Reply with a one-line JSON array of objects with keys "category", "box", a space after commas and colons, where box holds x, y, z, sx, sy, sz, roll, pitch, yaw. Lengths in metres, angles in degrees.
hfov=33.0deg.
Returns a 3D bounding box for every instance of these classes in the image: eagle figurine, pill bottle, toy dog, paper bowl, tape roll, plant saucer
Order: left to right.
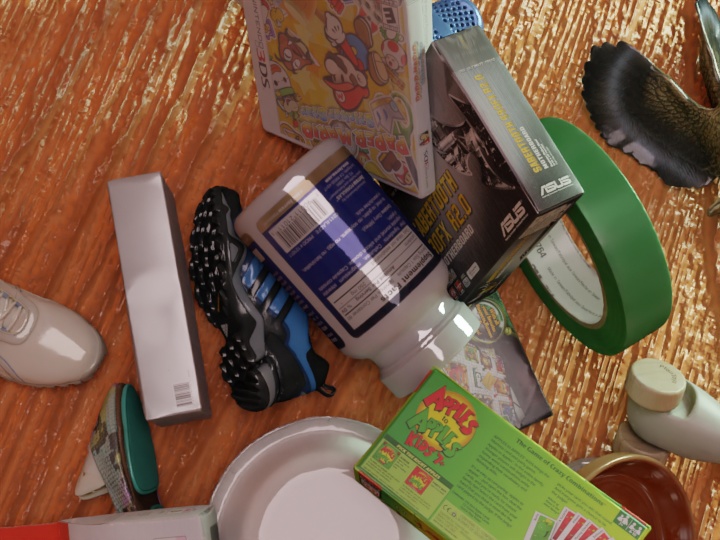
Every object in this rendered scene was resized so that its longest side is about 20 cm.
[{"category": "paper bowl", "box": [-0.028, 0.220, 0.985, 0.199, 0.104, 0.202, 2, 78, -7]}, {"category": "pill bottle", "box": [0.000, 0.000, 1.001, 0.116, 0.116, 0.200, -42, 94, -13]}, {"category": "tape roll", "box": [0.178, -0.028, 1.010, 0.048, 0.200, 0.201, -30, 83, -11]}, {"category": "plant saucer", "box": [0.203, 0.248, 0.996, 0.199, 0.032, 0.202, -4, 96, -38]}, {"category": "eagle figurine", "box": [0.320, -0.143, 1.106, 0.151, 0.151, 0.200, 6, 36, -44]}, {"category": "toy dog", "box": [0.311, 0.130, 1.049, 0.199, 0.132, 0.096, 31, 38, -3]}]

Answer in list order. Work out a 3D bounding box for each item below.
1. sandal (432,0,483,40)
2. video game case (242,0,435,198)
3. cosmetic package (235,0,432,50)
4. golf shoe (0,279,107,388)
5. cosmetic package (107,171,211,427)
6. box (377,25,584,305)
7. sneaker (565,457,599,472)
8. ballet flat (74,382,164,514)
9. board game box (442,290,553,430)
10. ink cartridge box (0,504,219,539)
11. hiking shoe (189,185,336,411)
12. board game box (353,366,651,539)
[{"category": "sandal", "box": [0.041, -0.172, 1.086, 0.079, 0.087, 0.200, 39, 75, 5]}, {"category": "video game case", "box": [-0.023, -0.169, 0.991, 0.023, 0.183, 0.200, -34, 43, -32]}, {"category": "cosmetic package", "box": [-0.029, -0.245, 1.039, 0.074, 0.102, 0.200, -37, 56, -25]}, {"category": "golf shoe", "box": [-0.306, 0.037, 0.996, 0.199, 0.097, 0.079, 22, 75, -3]}, {"category": "cosmetic package", "box": [-0.169, 0.026, 1.020, 0.050, 0.083, 0.201, -11, 79, -1]}, {"category": "box", "box": [0.086, -0.076, 0.988, 0.048, 0.200, 0.159, -25, 76, -24]}, {"category": "sneaker", "box": [0.144, 0.227, 1.003, 0.200, 0.100, 0.075, -39, 75, -13]}, {"category": "ballet flat", "box": [-0.191, 0.195, 0.996, 0.071, 0.069, 0.201, -23, 81, 9]}, {"category": "board game box", "box": [0.082, 0.056, 1.073, 0.104, 0.023, 0.201, -22, 81, -9]}, {"category": "ink cartridge box", "box": [-0.201, 0.274, 0.941, 0.199, 0.057, 0.164, -7, 88, 6]}, {"category": "hiking shoe", "box": [-0.089, 0.022, 1.048, 0.086, 0.074, 0.201, -7, 74, -35]}, {"category": "board game box", "box": [0.103, 0.175, 0.913, 0.200, 0.048, 0.102, 36, 73, 15]}]
